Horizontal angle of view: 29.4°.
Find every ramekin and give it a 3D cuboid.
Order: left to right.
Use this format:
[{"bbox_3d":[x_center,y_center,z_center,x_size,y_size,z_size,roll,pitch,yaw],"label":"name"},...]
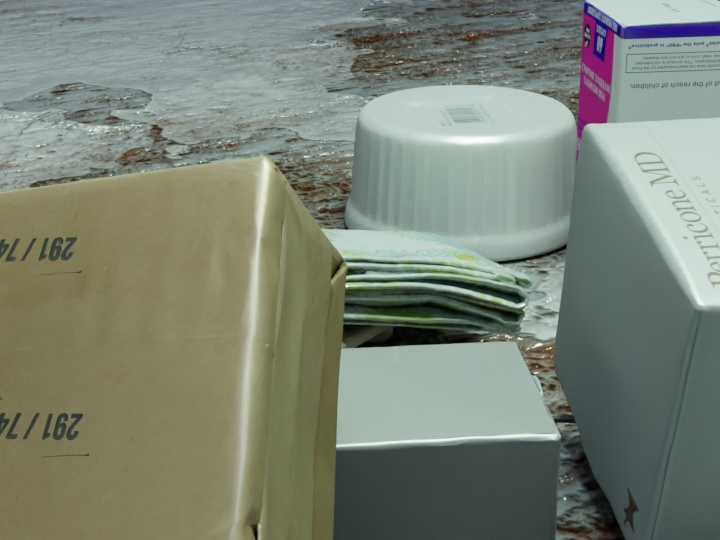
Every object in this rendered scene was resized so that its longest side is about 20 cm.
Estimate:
[{"bbox_3d":[0.086,-0.086,1.126,0.199,0.099,0.201,0,21,0],"label":"ramekin"}]

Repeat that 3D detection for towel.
[{"bbox_3d":[0.000,0.000,0.905,0.170,0.049,0.200,5,7,-21],"label":"towel"}]

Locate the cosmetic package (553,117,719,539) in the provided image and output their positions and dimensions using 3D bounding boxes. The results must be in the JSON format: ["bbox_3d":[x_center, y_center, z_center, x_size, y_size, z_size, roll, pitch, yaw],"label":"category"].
[{"bbox_3d":[0.219,0.032,0.689,0.198,0.167,0.168,-4,35,-9],"label":"cosmetic package"}]

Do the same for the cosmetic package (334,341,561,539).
[{"bbox_3d":[-0.008,0.095,0.681,0.198,0.091,0.107,1,23,-5],"label":"cosmetic package"}]

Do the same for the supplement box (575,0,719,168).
[{"bbox_3d":[0.217,-0.090,0.993,0.102,0.202,0.101,-4,21,-6],"label":"supplement box"}]

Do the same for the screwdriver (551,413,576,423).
[{"bbox_3d":[0.141,0.082,0.780,0.198,0.029,0.028,6,21,2],"label":"screwdriver"}]

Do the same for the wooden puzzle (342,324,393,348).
[{"bbox_3d":[-0.100,0.048,0.841,0.184,0.047,0.200,10,11,24],"label":"wooden puzzle"}]

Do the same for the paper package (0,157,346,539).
[{"bbox_3d":[-0.113,0.063,0.559,0.198,0.104,0.192,-8,57,16],"label":"paper package"}]
